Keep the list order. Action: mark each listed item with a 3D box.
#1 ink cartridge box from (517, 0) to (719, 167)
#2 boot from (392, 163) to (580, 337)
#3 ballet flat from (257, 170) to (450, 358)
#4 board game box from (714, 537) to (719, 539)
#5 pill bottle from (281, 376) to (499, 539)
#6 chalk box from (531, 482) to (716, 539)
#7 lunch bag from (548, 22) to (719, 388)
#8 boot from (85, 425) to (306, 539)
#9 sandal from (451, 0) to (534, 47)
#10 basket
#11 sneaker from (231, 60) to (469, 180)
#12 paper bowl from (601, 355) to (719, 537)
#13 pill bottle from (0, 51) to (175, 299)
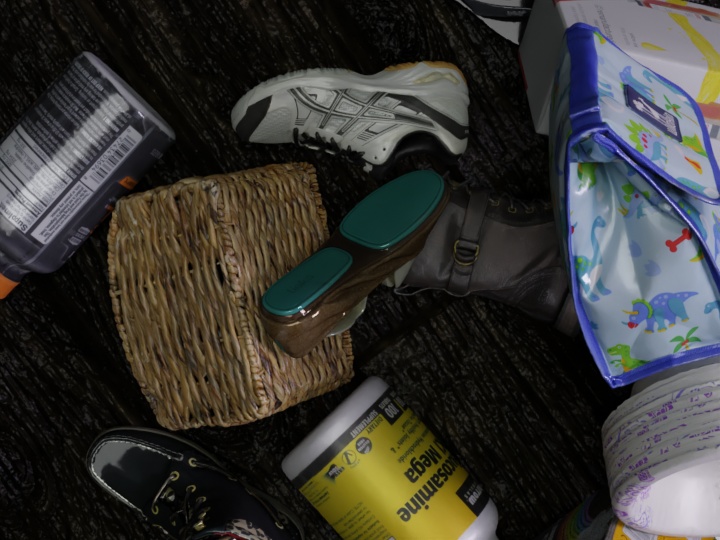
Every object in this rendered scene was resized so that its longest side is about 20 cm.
[{"bbox_3d":[0.235,-0.155,1.073,0.198,0.146,0.084,11,122,-8],"label":"ink cartridge box"},{"bbox_3d":[0.128,-0.052,1.136,0.173,0.069,0.202,20,86,6],"label":"boot"},{"bbox_3d":[0.000,0.000,1.090,0.067,0.073,0.200,25,55,34],"label":"ballet flat"},{"bbox_3d":[0.348,0.188,1.134,0.134,0.045,0.201,-28,80,0],"label":"board game box"},{"bbox_3d":[0.039,0.194,1.113,0.112,0.112,0.200,-43,87,2],"label":"pill bottle"},{"bbox_3d":[0.187,0.279,1.102,0.124,0.125,0.200,42,124,-2],"label":"chalk box"},{"bbox_3d":[0.187,-0.055,0.948,0.126,0.171,0.201,-21,118,17],"label":"lunch bag"},{"bbox_3d":[-0.137,0.195,1.098,0.202,0.154,0.074,28,92,-2],"label":"boot"},{"bbox_3d":[0.112,-0.239,1.136,0.199,0.043,0.077,23,92,-1],"label":"sandal"},{"bbox_3d":[-0.111,0.022,1.137,0.142,0.149,0.202,-11,93,33],"label":"basket"},{"bbox_3d":[-0.007,-0.116,1.117,0.198,0.076,0.089,-7,77,1],"label":"sneaker"},{"bbox_3d":[0.275,0.116,0.996,0.198,0.201,0.105,-6,61,0],"label":"paper bowl"},{"bbox_3d":[-0.253,-0.072,1.111,0.106,0.106,0.200,43,92,-2],"label":"pill bottle"}]
